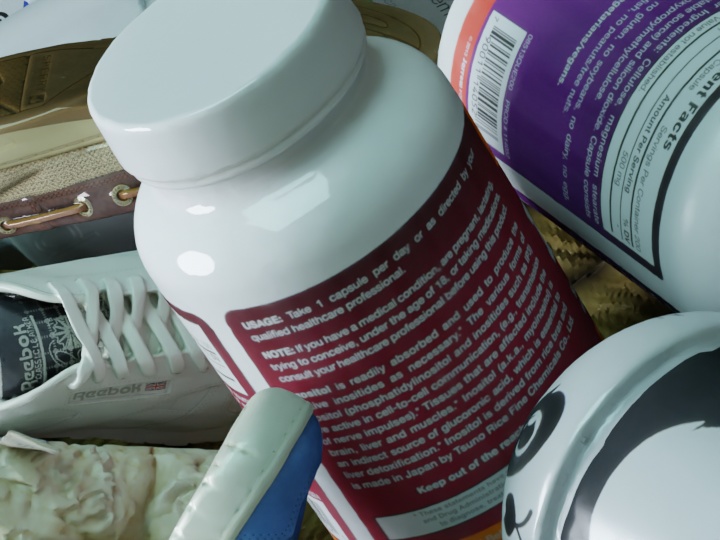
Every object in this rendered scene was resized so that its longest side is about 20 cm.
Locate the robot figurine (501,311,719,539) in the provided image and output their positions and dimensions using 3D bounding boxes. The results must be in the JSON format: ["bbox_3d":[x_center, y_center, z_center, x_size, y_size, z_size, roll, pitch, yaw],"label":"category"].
[{"bbox_3d":[0.127,0.090,0.825,0.150,0.125,0.200,-50,42,-6],"label":"robot figurine"}]

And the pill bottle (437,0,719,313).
[{"bbox_3d":[0.120,-0.044,0.948,0.112,0.112,0.200,-47,42,-3],"label":"pill bottle"}]

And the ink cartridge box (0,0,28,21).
[{"bbox_3d":[-0.145,-0.101,1.257,0.200,0.044,0.094,-19,49,26],"label":"ink cartridge box"}]

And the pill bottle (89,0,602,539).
[{"bbox_3d":[0.000,0.000,0.919,0.113,0.200,0.113,-23,33,16],"label":"pill bottle"}]

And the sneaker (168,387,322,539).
[{"bbox_3d":[-0.020,0.138,0.885,0.077,0.111,0.200,-57,-11,-70],"label":"sneaker"}]

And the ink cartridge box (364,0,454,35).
[{"bbox_3d":[0.078,-0.161,1.050,0.200,0.145,0.088,-24,46,21],"label":"ink cartridge box"}]

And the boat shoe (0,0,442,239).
[{"bbox_3d":[-0.062,-0.047,1.040,0.200,0.072,0.072,-11,33,9],"label":"boat shoe"}]

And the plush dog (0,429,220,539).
[{"bbox_3d":[-0.135,0.146,0.995,0.200,0.160,0.172,-4,81,38],"label":"plush dog"}]

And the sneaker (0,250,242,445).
[{"bbox_3d":[-0.087,0.026,1.030,0.200,0.081,0.076,-12,81,-8],"label":"sneaker"}]

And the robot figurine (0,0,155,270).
[{"bbox_3d":[-0.083,-0.068,1.129,0.200,0.113,0.170,-28,82,19],"label":"robot figurine"}]
